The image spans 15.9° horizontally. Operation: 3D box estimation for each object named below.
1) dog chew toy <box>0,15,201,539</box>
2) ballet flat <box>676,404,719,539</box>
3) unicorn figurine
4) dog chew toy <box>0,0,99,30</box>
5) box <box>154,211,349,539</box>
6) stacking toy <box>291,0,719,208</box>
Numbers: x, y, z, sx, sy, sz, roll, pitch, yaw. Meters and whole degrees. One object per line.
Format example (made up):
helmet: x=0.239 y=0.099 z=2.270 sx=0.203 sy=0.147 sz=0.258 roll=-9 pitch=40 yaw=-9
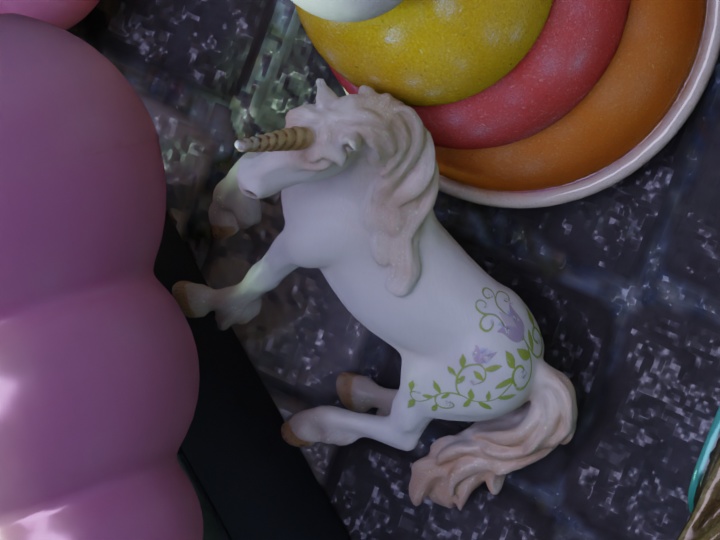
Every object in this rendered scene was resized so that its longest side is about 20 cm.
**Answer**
dog chew toy: x=-0.107 y=0.025 z=0.803 sx=0.124 sy=0.125 sz=0.200 roll=-18 pitch=91 yaw=21
ballet flat: x=0.128 y=0.097 z=0.833 sx=0.072 sy=0.068 sz=0.200 roll=27 pitch=78 yaw=24
unicorn figurine: x=0.000 y=0.000 z=0.853 sx=0.137 sy=0.200 sz=0.074 roll=-21 pitch=44 yaw=45
dog chew toy: x=-0.171 y=-0.080 z=0.945 sx=0.200 sy=0.125 sz=0.125 roll=-43 pitch=75 yaw=8
box: x=-0.119 y=0.096 z=0.928 sx=0.182 sy=0.104 sz=0.200 roll=-33 pitch=79 yaw=18
stacking toy: x=0.027 y=-0.094 z=0.819 sx=0.146 sy=0.200 sz=0.146 roll=0 pitch=90 yaw=21
